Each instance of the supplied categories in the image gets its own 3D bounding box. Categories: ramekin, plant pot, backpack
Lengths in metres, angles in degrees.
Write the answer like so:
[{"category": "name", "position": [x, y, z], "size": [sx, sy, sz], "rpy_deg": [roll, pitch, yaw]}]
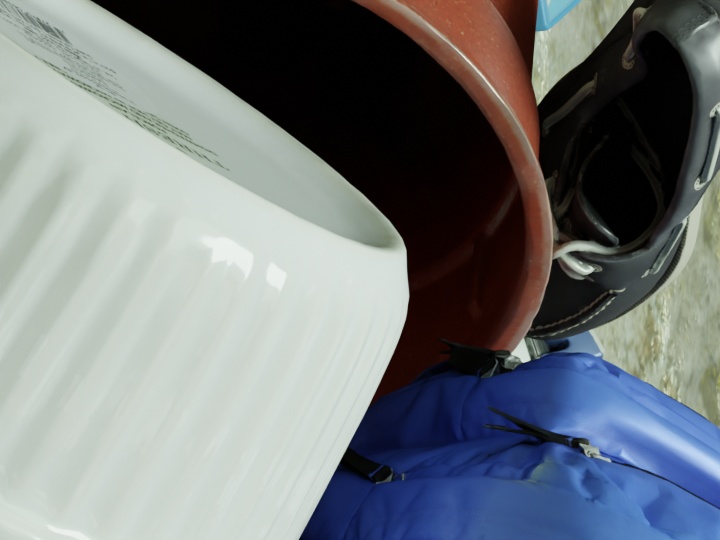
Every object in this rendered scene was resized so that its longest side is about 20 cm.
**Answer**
[{"category": "ramekin", "position": [-0.082, -0.006, 0.601], "size": [0.105, 0.200, 0.200], "rpy_deg": [-57, 154, 9]}, {"category": "plant pot", "position": [-0.024, -0.085, 0.782], "size": [0.195, 0.200, 0.201], "rpy_deg": [-74, 150, -44]}, {"category": "backpack", "position": [0.047, 0.108, 0.664], "size": [0.162, 0.200, 0.168], "rpy_deg": [28, 77, -21]}]

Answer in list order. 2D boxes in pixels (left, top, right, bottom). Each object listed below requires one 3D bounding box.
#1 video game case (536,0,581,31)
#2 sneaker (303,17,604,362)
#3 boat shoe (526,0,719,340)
[{"category": "video game case", "position": [0.094, -0.234, 1.198], "size": [0.143, 0.018, 0.200], "rpy_deg": [-45, 129, -56]}, {"category": "sneaker", "position": [0.000, 0.001, 0.868], "size": [0.115, 0.081, 0.200], "rpy_deg": [-15, 65, -39]}, {"category": "boat shoe", "position": [0.075, -0.032, 0.761], "size": [0.063, 0.200, 0.073], "rpy_deg": [-31, 76, -35]}]
